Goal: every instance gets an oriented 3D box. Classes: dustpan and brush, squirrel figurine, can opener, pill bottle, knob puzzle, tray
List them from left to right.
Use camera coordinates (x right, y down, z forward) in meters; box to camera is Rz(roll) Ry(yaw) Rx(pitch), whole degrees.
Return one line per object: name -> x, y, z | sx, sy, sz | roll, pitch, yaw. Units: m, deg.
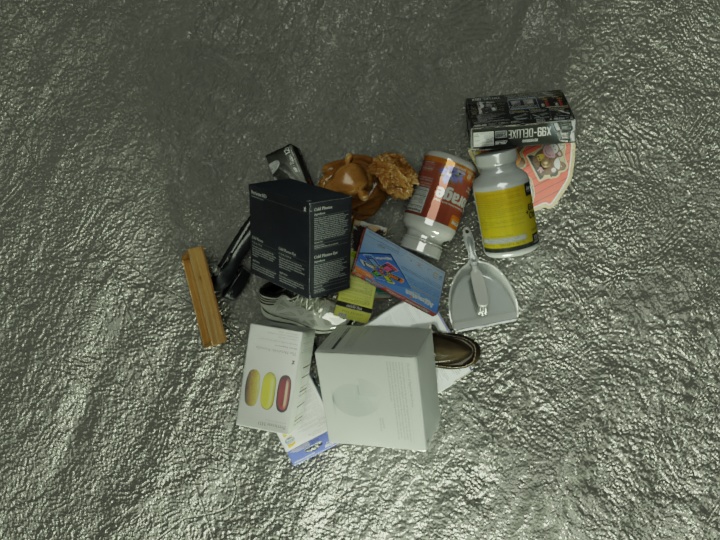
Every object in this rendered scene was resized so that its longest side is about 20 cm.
tray -> -0.326, 0.058, 1.593 | 0.037, 0.099, 0.202 | -14, 86, -23
can opener -> -0.258, -0.040, 1.618 | 0.063, 0.078, 0.201 | 23, 86, 46
squirrel figurine -> 0.012, -0.184, 1.520 | 0.198, 0.187, 0.143 | -17, 86, 6
pill bottle -> 0.152, -0.129, 1.541 | 0.111, 0.112, 0.201 | 19, 90, 7
dustpan and brush -> 0.233, 0.011, 1.549 | 0.138, 0.057, 0.201 | -11, 67, 1
pill bottle -> 0.281, -0.133, 1.502 | 0.111, 0.112, 0.202 | -11, 103, 6
knob puzzle -> 0.348, -0.218, 1.563 | 0.218, 0.030, 0.222 | 0, 87, 6

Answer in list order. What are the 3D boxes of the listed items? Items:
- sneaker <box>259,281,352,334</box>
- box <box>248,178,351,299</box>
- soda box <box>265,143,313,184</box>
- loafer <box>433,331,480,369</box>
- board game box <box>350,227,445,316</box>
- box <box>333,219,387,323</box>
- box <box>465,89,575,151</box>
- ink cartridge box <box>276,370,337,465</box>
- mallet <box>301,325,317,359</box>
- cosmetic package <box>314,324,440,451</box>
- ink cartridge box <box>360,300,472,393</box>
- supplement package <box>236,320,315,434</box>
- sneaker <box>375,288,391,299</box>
sneaker -> -0.115, 0.070, 1.553 | 0.199, 0.116, 0.076 | 9, 65, 7
box -> -0.117, -0.066, 1.465 | 0.199, 0.104, 0.184 | 22, 118, 44
soda box -> -0.127, -0.156, 1.594 | 0.063, 0.071, 0.201 | -23, 85, 10
loafer -> 0.138, 0.157, 1.510 | 0.198, 0.071, 0.074 | 5, 88, 5
board game box -> 0.078, 0.004, 1.521 | 0.199, 0.019, 0.104 | 28, 56, -20
box -> 0.000, 0.000, 1.527 | 0.075, 0.050, 0.201 | 13, 62, -5
box -> 0.310, -0.298, 1.510 | 0.198, 0.158, 0.050 | -5, 123, 6
ink cartridge box -> -0.130, 0.288, 1.591 | 0.119, 0.042, 0.201 | -28, 82, 6
mallet -> -0.076, 0.206, 1.595 | 0.041, 0.066, 0.201 | -26, 70, 11
cosmetic package -> 0.039, 0.220, 1.460 | 0.198, 0.123, 0.201 | 2, 112, 22
ink cartridge box -> 0.097, 0.171, 1.570 | 0.199, 0.041, 0.201 | -30, 85, 3
supplement package -> -0.166, 0.209, 1.523 | 0.113, 0.110, 0.202 | 8, 91, 10
sneaker -> -0.028, 0.010, 1.576 | 0.198, 0.071, 0.081 | 12, 85, 3
